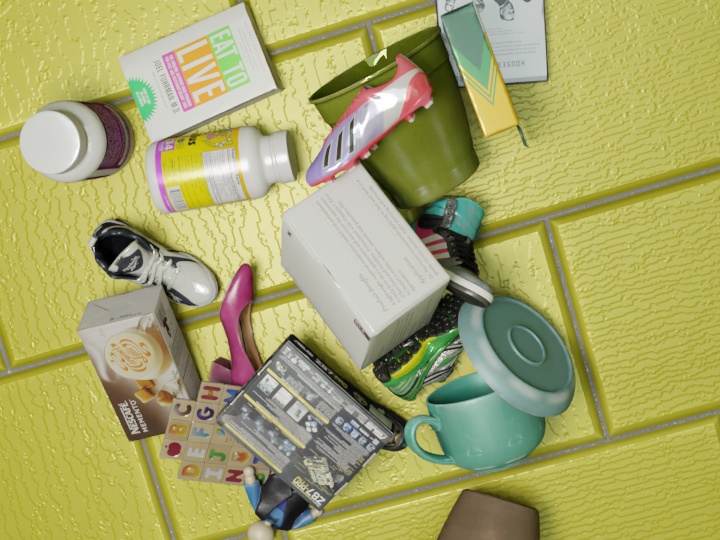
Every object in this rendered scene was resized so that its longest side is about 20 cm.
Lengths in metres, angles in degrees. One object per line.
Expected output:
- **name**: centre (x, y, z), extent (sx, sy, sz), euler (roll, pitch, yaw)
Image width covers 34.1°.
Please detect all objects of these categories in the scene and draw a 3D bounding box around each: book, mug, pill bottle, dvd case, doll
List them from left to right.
- **pill bottle**: centre (-0.391, -0.178, 1.614), extent (0.112, 0.200, 0.113), euler (1, 97, 5)
- **book**: centre (-0.227, -0.279, 1.669), extent (0.199, 0.048, 0.134), euler (-23, 90, 10)
- **pill bottle**: centre (-0.193, -0.145, 1.648), extent (0.199, 0.104, 0.105), euler (-9, 96, 6)
- **doll**: centre (-0.109, 0.320, 1.720), extent (0.136, 0.048, 0.200), euler (27, 106, -12)
- **mug**: centre (0.165, 0.215, 1.633), extent (0.184, 0.152, 0.115), euler (-17, 97, 15)
- **dvd case**: centre (0.180, -0.357, 1.625), extent (0.150, 0.025, 0.201), euler (-3, 97, 6)

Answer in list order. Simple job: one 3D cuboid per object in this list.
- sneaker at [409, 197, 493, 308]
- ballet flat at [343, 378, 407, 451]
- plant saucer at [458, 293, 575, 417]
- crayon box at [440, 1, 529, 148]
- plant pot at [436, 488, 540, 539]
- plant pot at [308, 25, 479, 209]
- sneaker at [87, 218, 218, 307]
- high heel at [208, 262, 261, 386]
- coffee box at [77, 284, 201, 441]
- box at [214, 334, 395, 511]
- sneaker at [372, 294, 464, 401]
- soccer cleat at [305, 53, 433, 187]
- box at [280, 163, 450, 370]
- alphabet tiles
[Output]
- **sneaker**: centre (0.137, -0.035, 1.606), extent (0.121, 0.200, 0.084), euler (-54, 133, -1)
- **ballet flat**: centre (-0.017, 0.202, 1.691), extent (0.199, 0.073, 0.073), euler (28, 99, 2)
- **plant saucer**: centre (0.219, 0.107, 1.593), extent (0.200, 0.200, 0.027), euler (43, 126, -1)
- **crayon box**: centre (0.164, -0.249, 1.564), extent (0.051, 0.126, 0.201), euler (-21, 95, 8)
- **plant pot**: centre (0.178, 0.406, 1.649), extent (0.199, 0.200, 0.175), euler (16, 82, 4)
- **plant pot**: centre (0.062, -0.194, 1.586), extent (0.200, 0.200, 0.193), euler (-27, 105, 8)
- **sneaker**: centre (-0.301, -0.004, 1.662), extent (0.199, 0.130, 0.080), euler (37, 100, 0)
- **high heel**: centre (-0.155, 0.091, 1.691), extent (0.096, 0.067, 0.201), euler (18, 113, 13)
- **coffee box**: centre (-0.307, 0.133, 1.668), extent (0.114, 0.080, 0.201), euler (-12, 120, 7)
- **box**: centre (-0.076, 0.213, 1.638), extent (0.200, 0.049, 0.161), euler (41, 100, -5)
- **sneaker**: centre (0.114, 0.105, 1.673), extent (0.200, 0.078, 0.085), euler (-38, 124, 3)
- **soccer cleat**: centre (0.002, -0.183, 1.462), extent (0.200, 0.067, 0.077), euler (-38, 96, 11)
- **box**: centre (0.000, 0.000, 1.566), extent (0.130, 0.200, 0.199), euler (-34, 78, -15)
- **alphabet tiles**: centre (-0.182, 0.239, 1.694), extent (0.199, 0.006, 0.167), euler (10, 114, -18)
